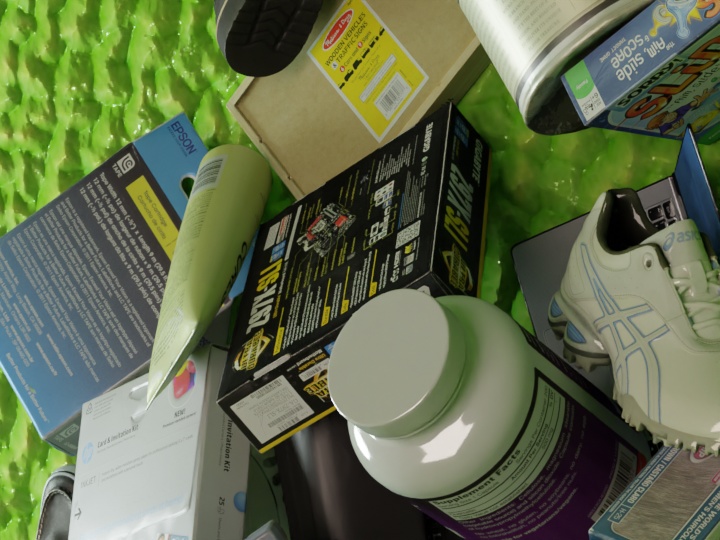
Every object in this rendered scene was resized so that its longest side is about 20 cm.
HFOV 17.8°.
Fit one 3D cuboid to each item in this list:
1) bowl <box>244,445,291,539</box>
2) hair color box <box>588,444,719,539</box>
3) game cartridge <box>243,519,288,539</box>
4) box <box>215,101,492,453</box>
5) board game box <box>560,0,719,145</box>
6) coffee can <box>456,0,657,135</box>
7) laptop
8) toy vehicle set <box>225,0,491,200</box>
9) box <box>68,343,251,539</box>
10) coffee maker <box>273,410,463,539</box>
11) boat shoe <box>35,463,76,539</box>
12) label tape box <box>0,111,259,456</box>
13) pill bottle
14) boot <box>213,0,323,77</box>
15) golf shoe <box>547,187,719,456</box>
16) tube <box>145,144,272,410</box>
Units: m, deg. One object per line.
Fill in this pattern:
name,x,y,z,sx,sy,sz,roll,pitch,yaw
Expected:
bowl,-0.086,0.164,1.508,0.199,0.094,0.203,0,91,38
hair color box,0.185,0.186,1.235,0.060,0.100,0.201,21,140,35
game cartridge,-0.043,0.259,1.305,0.129,0.038,0.201,-36,95,4
box,0.000,0.000,1.370,0.159,0.201,0.049,-34,113,23
board game box,0.221,-0.141,1.237,0.200,0.135,0.035,-38,65,32
coffee can,0.110,-0.201,1.314,0.146,0.146,0.201,-40,68,31
laptop,0.160,0.042,1.301,0.199,0.115,0.189,-24,76,35
toy vehicle set,0.007,-0.134,1.470,0.200,0.026,0.125,-50,63,27
box,-0.129,0.163,1.425,0.155,0.041,0.202,-26,54,48
coffee maker,0.001,0.172,1.380,0.134,0.191,0.202,-19,78,53
boat shoe,-0.207,0.239,1.615,0.072,0.071,0.202,-6,87,37
label tape box,-0.161,0.009,1.568,0.199,0.066,0.144,-35,68,1
pill bottle,0.069,0.087,1.244,0.112,0.200,0.113,-20,53,29
boot,-0.052,-0.244,1.471,0.201,0.077,0.139,-53,40,23
golf shoe,0.164,0.026,1.194,0.200,0.078,0.098,41,130,51
tube,-0.097,-0.001,1.440,0.051,0.201,0.058,-6,126,16
